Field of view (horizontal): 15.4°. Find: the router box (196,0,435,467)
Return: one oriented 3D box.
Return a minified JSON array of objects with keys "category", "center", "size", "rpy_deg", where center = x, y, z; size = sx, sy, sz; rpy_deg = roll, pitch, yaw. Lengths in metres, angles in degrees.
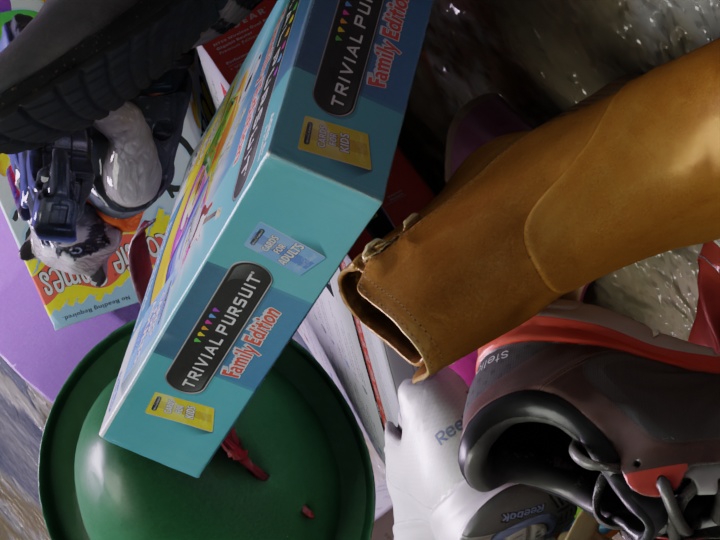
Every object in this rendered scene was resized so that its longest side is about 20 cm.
[{"category":"router box","center":[0.000,0.000,1.230],"size":[0.180,0.049,0.200],"rpy_deg":[56,168,38]}]

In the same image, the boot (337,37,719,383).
[{"category":"boot","center":[0.077,-0.013,0.886],"size":[0.071,0.144,0.201],"rpy_deg":[57,163,-13]}]

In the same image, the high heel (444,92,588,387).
[{"category":"high heel","center":[0.078,0.023,1.089],"size":[0.096,0.067,0.200],"rpy_deg":[46,162,35]}]

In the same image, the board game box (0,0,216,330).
[{"category":"board game box","center":[-0.133,-0.092,1.273],"size":[0.103,0.104,0.201],"rpy_deg":[-94,-16,-66]}]

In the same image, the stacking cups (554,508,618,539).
[{"category":"stacking cups","center":[0.099,0.098,1.188],"size":[0.061,0.060,0.200],"rpy_deg":[49,163,14]}]

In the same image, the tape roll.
[{"category":"tape roll","center":[-0.134,0.007,1.450],"size":[0.200,0.066,0.200],"rpy_deg":[37,-159,-17]}]

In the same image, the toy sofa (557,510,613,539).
[{"category":"toy sofa","center":[0.151,0.181,1.051],"size":[0.199,0.083,0.098],"rpy_deg":[27,165,9]}]

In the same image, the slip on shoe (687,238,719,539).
[{"category":"slip on shoe","center":[0.144,0.054,0.985],"size":[0.074,0.061,0.200],"rpy_deg":[46,160,31]}]

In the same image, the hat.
[{"category":"hat","center":[-0.093,0.099,1.213],"size":[0.201,0.165,0.176],"rpy_deg":[59,-171,1]}]

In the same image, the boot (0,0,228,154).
[{"category":"boot","center":[-0.101,-0.148,1.021],"size":[0.132,0.200,0.070],"rpy_deg":[48,170,8]}]

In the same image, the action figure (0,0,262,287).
[{"category":"action figure","center":[-0.094,-0.074,1.122],"size":[0.104,0.194,0.200],"rpy_deg":[16,-154,-20]}]

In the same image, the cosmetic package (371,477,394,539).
[{"category":"cosmetic package","center":[-0.007,0.174,1.385],"size":[0.071,0.200,0.101],"rpy_deg":[54,164,-3]}]

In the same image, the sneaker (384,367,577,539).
[{"category":"sneaker","center":[0.046,0.101,1.164],"size":[0.087,0.074,0.200],"rpy_deg":[61,164,19]}]

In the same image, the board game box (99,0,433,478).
[{"category":"board game box","center":[-0.034,-0.035,1.028],"size":[0.047,0.151,0.200],"rpy_deg":[22,140,-10]}]

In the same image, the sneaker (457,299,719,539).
[{"category":"sneaker","center":[0.125,0.070,0.909],"size":[0.199,0.082,0.077],"rpy_deg":[7,134,22]}]
